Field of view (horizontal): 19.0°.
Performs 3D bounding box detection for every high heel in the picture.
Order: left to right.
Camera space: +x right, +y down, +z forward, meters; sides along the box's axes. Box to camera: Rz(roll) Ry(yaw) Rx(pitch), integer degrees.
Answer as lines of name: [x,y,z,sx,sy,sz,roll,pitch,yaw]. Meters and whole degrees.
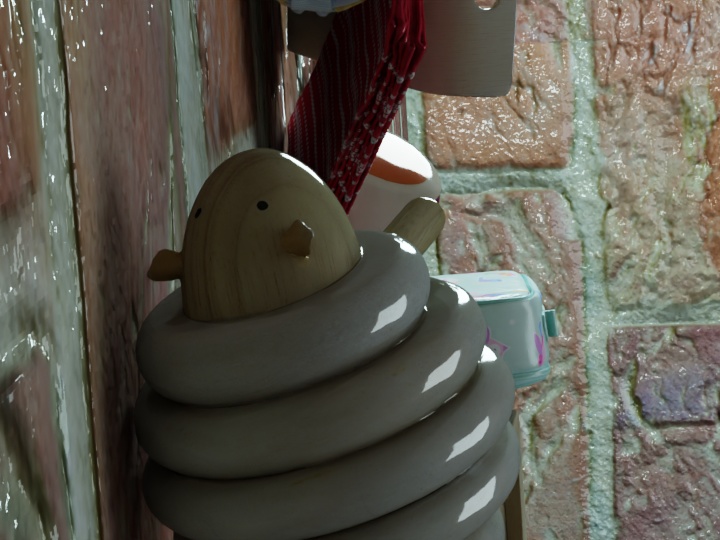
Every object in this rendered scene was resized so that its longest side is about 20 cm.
high heel: [0.000,0.000,1.211,0.200,0.067,0.096,-82,-168,-56]

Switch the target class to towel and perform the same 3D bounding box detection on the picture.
towel: [-0.008,-0.101,1.161,0.145,0.022,0.200,-91,-161,-43]

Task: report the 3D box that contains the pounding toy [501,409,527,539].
pounding toy: [0.040,0.201,1.527,0.200,0.141,0.185,-70,158,-54]

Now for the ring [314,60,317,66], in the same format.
ring: [-0.028,-0.172,1.450,0.200,0.019,0.202,-3,90,-86]

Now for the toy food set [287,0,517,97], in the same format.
toy food set: [0.022,-0.186,1.226,0.200,0.060,0.144,23,-64,55]

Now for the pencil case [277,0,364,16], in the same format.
pencil case: [-0.019,-0.222,1.112,0.091,0.083,0.201,78,9,-46]

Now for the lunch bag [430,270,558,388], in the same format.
lunch bag: [0.060,0.048,1.539,0.200,0.159,0.078,-72,158,-82]

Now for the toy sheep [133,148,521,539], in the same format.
toy sheep: [-0.008,0.056,0.696,0.138,0.137,0.201,-81,151,-74]
